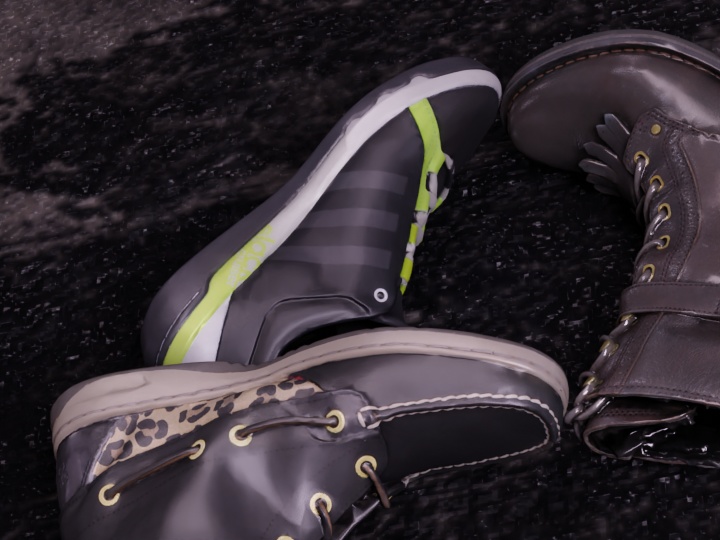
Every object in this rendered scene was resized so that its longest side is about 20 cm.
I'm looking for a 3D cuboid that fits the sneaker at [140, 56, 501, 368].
[{"bbox_3d":[0.000,0.000,1.071,0.083,0.072,0.200,39,72,22],"label":"sneaker"}]

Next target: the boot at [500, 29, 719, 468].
[{"bbox_3d":[0.117,-0.005,1.017,0.199,0.069,0.175,8,53,30],"label":"boot"}]

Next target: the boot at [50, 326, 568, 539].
[{"bbox_3d":[-0.022,0.103,0.948,0.198,0.073,0.152,-5,54,10],"label":"boot"}]
